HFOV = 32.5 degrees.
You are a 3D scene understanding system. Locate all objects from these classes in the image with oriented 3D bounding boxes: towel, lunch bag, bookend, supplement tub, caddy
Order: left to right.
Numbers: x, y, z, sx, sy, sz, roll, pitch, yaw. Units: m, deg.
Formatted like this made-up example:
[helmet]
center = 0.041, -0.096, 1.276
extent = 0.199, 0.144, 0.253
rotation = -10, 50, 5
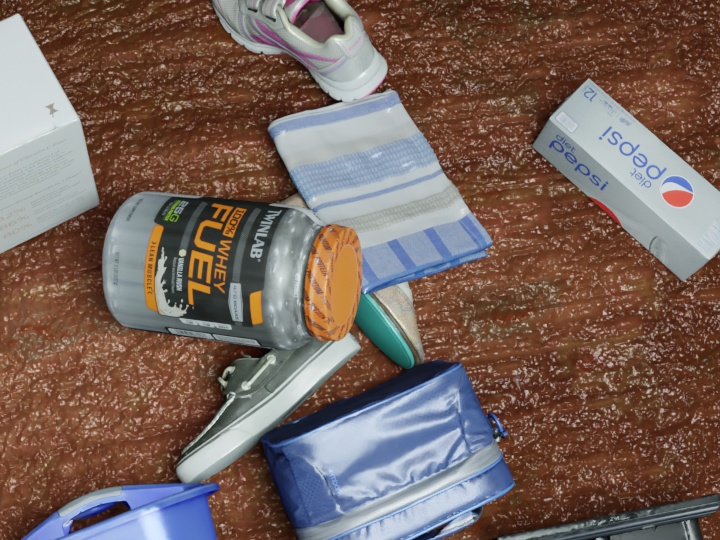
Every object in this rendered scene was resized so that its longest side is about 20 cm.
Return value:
[caddy]
center = -0.200, 0.228, 0.987
extent = 0.200, 0.141, 0.105
rotation = -19, 81, -13
[supplement tub]
center = -0.106, 0.001, 1.048
extent = 0.199, 0.123, 0.123
rotation = 6, 71, 17
[towel]
center = 0.017, -0.078, 1.134
extent = 0.147, 0.024, 0.200
rotation = -17, 63, -26
[lunch bag]
center = 0.030, 0.165, 1.032
extent = 0.200, 0.136, 0.133
rotation = -22, 91, -8
[bookend]
center = 0.218, 0.308, 1.036
extent = 0.198, 0.092, 0.201
rotation = -8, 75, -9

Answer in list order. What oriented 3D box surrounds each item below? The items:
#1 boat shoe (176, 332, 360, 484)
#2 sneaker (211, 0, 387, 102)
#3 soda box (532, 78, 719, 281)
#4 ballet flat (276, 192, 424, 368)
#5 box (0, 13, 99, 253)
[boat shoe]
center = -0.091, 0.107, 1.078
extent = 0.200, 0.071, 0.064
rotation = -40, 82, -24
[sneaker]
center = -0.062, -0.244, 1.167
extent = 0.200, 0.088, 0.081
rotation = 31, 71, 20
[soda box]
center = 0.263, -0.085, 1.176
extent = 0.200, 0.068, 0.063
rotation = 43, 72, 7
[ballet flat]
center = 0.000, 0.000, 1.122
extent = 0.200, 0.068, 0.067
rotation = 45, 66, 6
[box]
center = -0.318, -0.099, 1.041
extent = 0.152, 0.200, 0.107
rotation = -28, 78, -15
